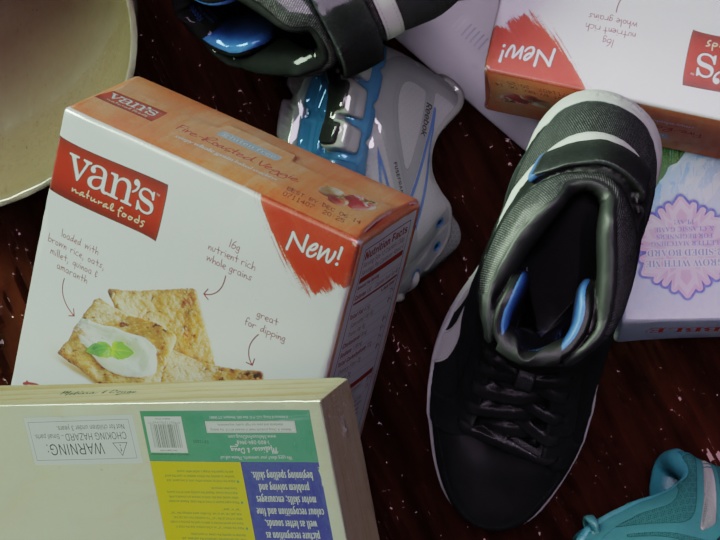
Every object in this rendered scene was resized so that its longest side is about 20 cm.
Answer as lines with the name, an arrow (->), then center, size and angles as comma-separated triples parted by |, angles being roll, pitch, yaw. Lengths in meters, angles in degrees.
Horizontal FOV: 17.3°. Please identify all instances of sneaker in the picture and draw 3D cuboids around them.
sneaker -> -0.045, -0.151, 0.997 | 0.111, 0.073, 0.200 | -34, 44, -13
sneaker -> 0.107, 0.141, 0.957 | 0.079, 0.078, 0.200 | 33, 40, 17
sneaker -> 0.000, 0.000, 1.022 | 0.086, 0.075, 0.202 | 15, 91, -29
sneaker -> 0.063, 0.034, 0.946 | 0.072, 0.112, 0.201 | 17, 115, 6

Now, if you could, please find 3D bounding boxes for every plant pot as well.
plant pot -> -0.191, -0.141, 1.007 | 0.198, 0.201, 0.135 | -2, 42, 0

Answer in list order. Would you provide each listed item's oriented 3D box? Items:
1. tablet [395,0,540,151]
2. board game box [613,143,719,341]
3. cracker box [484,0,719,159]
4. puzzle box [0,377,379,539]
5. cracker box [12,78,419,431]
tablet -> 0.122, -0.097, 1.065 | 0.200, 0.014, 0.130 | 41, 82, 8
board game box -> 0.205, -0.072, 1.030 | 0.198, 0.041, 0.201 | -2, 77, 1
cracker box -> 0.136, -0.155, 1.000 | 0.133, 0.058, 0.202 | 12, 78, 6
puzzle box -> -0.082, 0.110, 0.920 | 0.198, 0.025, 0.134 | -2, 106, 29
cracker box -> -0.067, 0.042, 0.946 | 0.133, 0.058, 0.201 | 24, 116, 20
